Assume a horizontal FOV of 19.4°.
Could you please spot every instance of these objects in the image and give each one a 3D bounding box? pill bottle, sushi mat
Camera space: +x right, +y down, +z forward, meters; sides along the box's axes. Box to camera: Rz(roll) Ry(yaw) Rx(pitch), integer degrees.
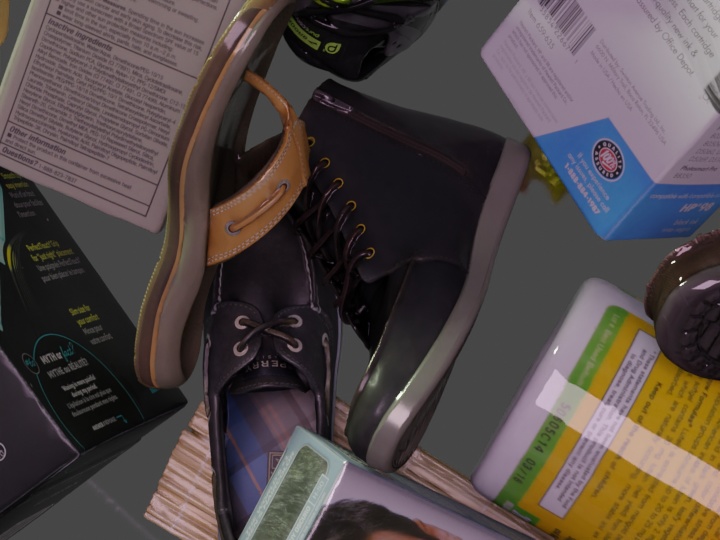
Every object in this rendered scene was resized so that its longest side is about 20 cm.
[{"bbox_3d":[0.160,0.098,0.930,0.200,0.111,0.111,30,90,4],"label":"pill bottle"},{"bbox_3d":[0.004,0.124,0.988,0.200,0.012,0.096,31,90,4],"label":"sushi mat"}]

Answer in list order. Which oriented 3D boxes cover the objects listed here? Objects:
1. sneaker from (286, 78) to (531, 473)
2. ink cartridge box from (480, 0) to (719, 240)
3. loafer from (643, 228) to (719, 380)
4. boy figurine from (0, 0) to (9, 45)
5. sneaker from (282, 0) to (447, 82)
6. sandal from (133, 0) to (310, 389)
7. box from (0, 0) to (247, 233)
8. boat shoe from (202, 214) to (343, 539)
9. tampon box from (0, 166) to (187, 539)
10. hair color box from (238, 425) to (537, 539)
[{"bbox_3d":[0.000,0.000,0.920,0.106,0.200,0.075,22,132,1],"label":"sneaker"},{"bbox_3d":[0.153,-0.119,0.893,0.200,0.067,0.116,-50,57,35],"label":"ink cartridge box"},{"bbox_3d":[0.188,-0.009,0.923,0.071,0.200,0.073,46,133,30],"label":"loafer"},{"bbox_3d":[-0.219,-0.189,0.968,0.064,0.124,0.200,-28,120,-23],"label":"boy figurine"},{"bbox_3d":[0.002,-0.125,0.901,0.071,0.200,0.083,31,83,8],"label":"sneaker"},{"bbox_3d":[-0.051,-0.031,0.898,0.054,0.080,0.200,19,118,5],"label":"sandal"},{"bbox_3d":[-0.088,-0.130,0.933,0.095,0.078,0.200,25,112,-1],"label":"box"},{"bbox_3d":[-0.039,0.049,0.959,0.069,0.057,0.200,-3,81,-2],"label":"boat shoe"},{"bbox_3d":[-0.200,0.023,0.927,0.126,0.150,0.200,-37,86,14],"label":"tampon box"},{"bbox_3d":[0.040,0.156,0.919,0.200,0.061,0.099,28,90,-25],"label":"hair color box"}]
